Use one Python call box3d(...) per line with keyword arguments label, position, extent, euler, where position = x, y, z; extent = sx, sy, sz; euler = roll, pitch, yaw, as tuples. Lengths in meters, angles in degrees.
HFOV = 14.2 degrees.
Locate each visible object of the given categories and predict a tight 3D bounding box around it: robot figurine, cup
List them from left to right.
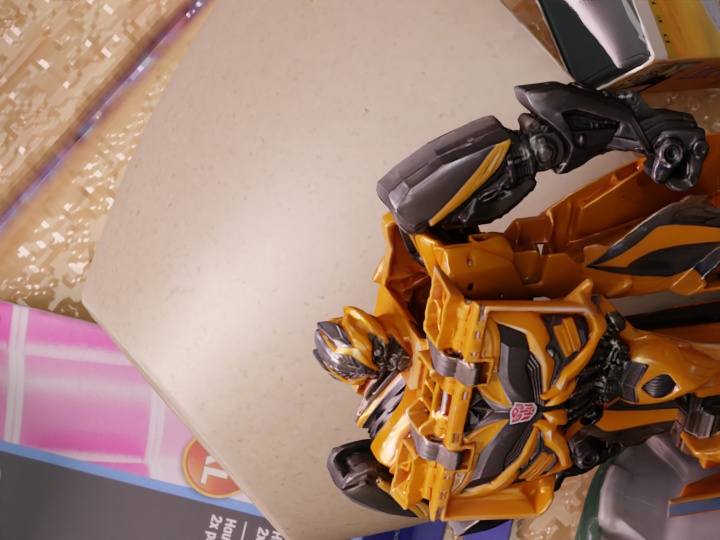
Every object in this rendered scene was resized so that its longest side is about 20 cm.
box3d(label="cup", position=(0.000, 0.000, 0.883), extent=(0.143, 0.200, 0.200), euler=(-40, 83, -6))
box3d(label="robot figurine", position=(0.085, 0.013, 0.773), extent=(0.200, 0.145, 0.058), euler=(-8, 39, -23))

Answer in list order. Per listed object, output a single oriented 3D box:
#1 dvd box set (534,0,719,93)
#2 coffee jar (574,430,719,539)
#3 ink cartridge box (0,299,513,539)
box3d(label="dvd box set", position=(0.091, -0.127, 0.899), extent=(0.029, 0.200, 0.147), euler=(-25, 82, 27))
box3d(label="coffee jar", position=(0.100, 0.148, 0.881), extent=(0.104, 0.085, 0.200), euler=(15, 130, 4))
box3d(label="ink cartridge box", position=(-0.049, 0.076, 0.970), extent=(0.200, 0.037, 0.095), euler=(14, 85, 3))
